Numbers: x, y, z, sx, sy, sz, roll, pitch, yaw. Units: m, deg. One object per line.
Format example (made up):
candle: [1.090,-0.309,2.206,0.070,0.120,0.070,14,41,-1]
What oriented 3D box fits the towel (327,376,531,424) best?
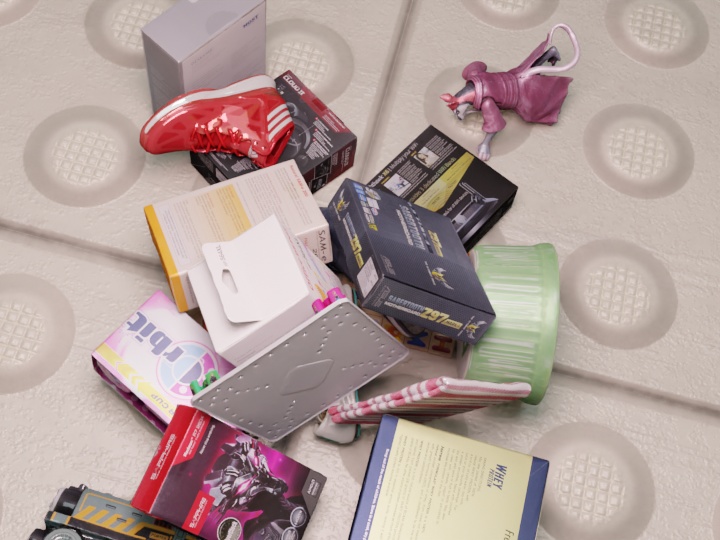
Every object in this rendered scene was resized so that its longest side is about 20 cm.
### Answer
towel: [0.078,0.149,1.283,0.146,0.200,0.030,7,69,-43]

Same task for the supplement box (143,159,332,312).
supplement box: [-0.149,-0.044,1.346,0.199,0.074,0.126,-18,51,-11]

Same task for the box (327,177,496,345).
box: [0.056,-0.013,1.275,0.157,0.051,0.200,20,30,-27]

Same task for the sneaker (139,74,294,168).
sneaker: [-0.177,-0.175,1.428,0.200,0.078,0.116,-27,66,-15]

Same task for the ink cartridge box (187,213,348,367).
ink cartridge box: [-0.096,0.044,1.270,0.125,0.200,0.129,-33,54,8]

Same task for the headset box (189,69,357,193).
headset box: [-0.113,-0.170,1.516,0.200,0.077,0.149,-37,72,-22]

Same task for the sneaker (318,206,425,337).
sneaker: [0.001,-0.002,1.438,0.077,0.146,0.203,-43,113,-29]

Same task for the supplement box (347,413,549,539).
supplement box: [0.091,0.301,1.262,0.199,0.134,0.201,15,63,2]

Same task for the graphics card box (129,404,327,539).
graphics card box: [-0.144,0.249,1.244,0.200,0.051,0.126,35,70,-31]

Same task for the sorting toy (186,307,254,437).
sorting toy: [-0.178,0.119,1.384,0.185,0.037,0.200,-37,72,-21]

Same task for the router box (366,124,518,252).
router box: [0.092,-0.085,1.500,0.157,0.052,0.200,39,64,16]

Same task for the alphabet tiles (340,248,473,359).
alphabet tiles: [0.073,0.027,1.472,0.199,0.006,0.167,14,62,2]

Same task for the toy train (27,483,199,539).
toy train: [-0.273,0.313,1.255,0.199,0.085,0.114,15,50,4]

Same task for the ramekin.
ramekin: [0.177,0.061,1.358,0.097,0.200,0.201,6,63,0]

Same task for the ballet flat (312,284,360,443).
ballet flat: [-0.036,0.113,1.368,0.069,0.069,0.201,0,76,-6]

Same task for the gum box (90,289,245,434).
gum box: [-0.209,0.135,1.319,0.200,0.066,0.114,40,66,9]

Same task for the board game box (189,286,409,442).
board game box: [-0.064,0.109,1.219,0.200,0.200,0.026,-33,61,8]

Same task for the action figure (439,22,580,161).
action figure: [0.208,-0.250,1.557,0.199,0.149,0.134,-13,70,-27]

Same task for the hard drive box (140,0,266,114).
hard drive box: [-0.207,-0.283,1.495,0.077,0.200,0.156,42,66,15]
